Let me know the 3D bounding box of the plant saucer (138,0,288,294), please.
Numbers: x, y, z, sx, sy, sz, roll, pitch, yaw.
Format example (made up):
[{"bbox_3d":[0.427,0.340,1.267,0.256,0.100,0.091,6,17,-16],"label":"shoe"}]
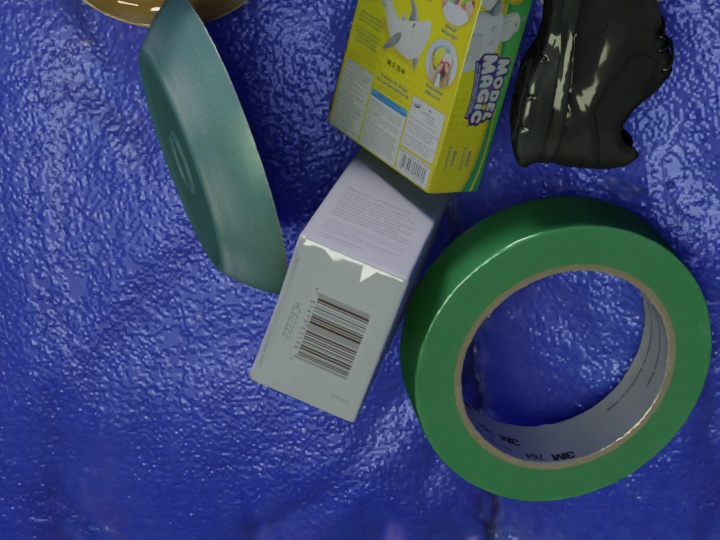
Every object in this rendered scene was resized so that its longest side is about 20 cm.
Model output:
[{"bbox_3d":[-0.098,-0.073,1.060,0.036,0.200,0.202,-20,106,-12],"label":"plant saucer"}]

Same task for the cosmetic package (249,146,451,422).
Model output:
[{"bbox_3d":[0.000,0.000,1.060,0.071,0.200,0.102,22,113,3],"label":"cosmetic package"}]

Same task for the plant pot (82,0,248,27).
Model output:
[{"bbox_3d":[-0.129,-0.258,1.090,0.198,0.028,0.202,4,111,11],"label":"plant pot"}]

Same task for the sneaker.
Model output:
[{"bbox_3d":[0.148,-0.152,1.005,0.090,0.076,0.202,10,120,-3],"label":"sneaker"}]

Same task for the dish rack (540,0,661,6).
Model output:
[{"bbox_3d":[0.184,-0.254,1.013,0.198,0.044,0.173,-15,105,17],"label":"dish rack"}]

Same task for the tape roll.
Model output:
[{"bbox_3d":[0.126,0.053,1.093,0.198,0.048,0.202,-5,117,-10],"label":"tape roll"}]

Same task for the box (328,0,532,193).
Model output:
[{"bbox_3d":[0.049,-0.163,1.043,0.117,0.048,0.202,39,124,43],"label":"box"}]
